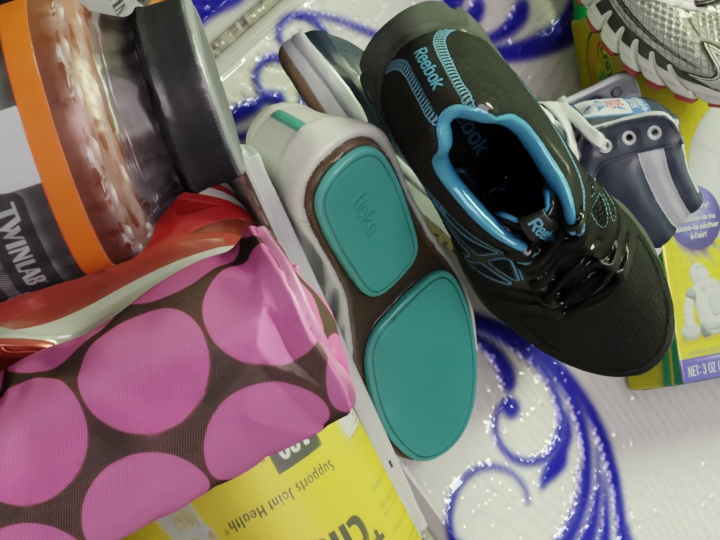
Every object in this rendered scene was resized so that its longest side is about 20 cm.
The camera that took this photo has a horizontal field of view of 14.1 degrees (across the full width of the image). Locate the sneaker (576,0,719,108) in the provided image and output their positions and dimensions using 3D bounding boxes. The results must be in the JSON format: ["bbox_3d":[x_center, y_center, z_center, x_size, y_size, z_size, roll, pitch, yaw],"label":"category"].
[{"bbox_3d":[0.127,-0.156,1.273,0.078,0.082,0.200,-29,78,-37],"label":"sneaker"}]

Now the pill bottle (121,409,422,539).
[{"bbox_3d":[-0.024,0.136,1.174,0.112,0.112,0.200,-33,102,-29],"label":"pill bottle"}]

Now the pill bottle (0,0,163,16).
[{"bbox_3d":[-0.136,-0.156,1.107,0.106,0.106,0.200,-56,143,-23],"label":"pill bottle"}]

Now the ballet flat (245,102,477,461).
[{"bbox_3d":[0.000,0.000,1.216,0.069,0.069,0.200,-51,144,-24],"label":"ballet flat"}]

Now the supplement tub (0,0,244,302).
[{"bbox_3d":[-0.147,-0.039,1.074,0.200,0.107,0.107,-18,95,3],"label":"supplement tub"}]

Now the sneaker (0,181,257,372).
[{"bbox_3d":[-0.137,0.008,1.157,0.200,0.078,0.116,-14,48,-10],"label":"sneaker"}]

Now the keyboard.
[{"bbox_3d":[-0.020,0.024,1.190,0.011,0.056,0.200,-31,119,-13],"label":"keyboard"}]

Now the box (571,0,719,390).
[{"bbox_3d":[0.166,-0.053,1.344,0.117,0.048,0.200,-10,88,-31],"label":"box"}]

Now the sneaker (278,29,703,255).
[{"bbox_3d":[0.063,-0.062,1.246,0.108,0.070,0.200,-45,118,9],"label":"sneaker"}]

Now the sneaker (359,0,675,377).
[{"bbox_3d":[0.068,-0.016,1.184,0.073,0.082,0.200,-37,122,7],"label":"sneaker"}]

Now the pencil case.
[{"bbox_3d":[-0.100,0.057,1.074,0.200,0.094,0.091,-27,98,4],"label":"pencil case"}]
